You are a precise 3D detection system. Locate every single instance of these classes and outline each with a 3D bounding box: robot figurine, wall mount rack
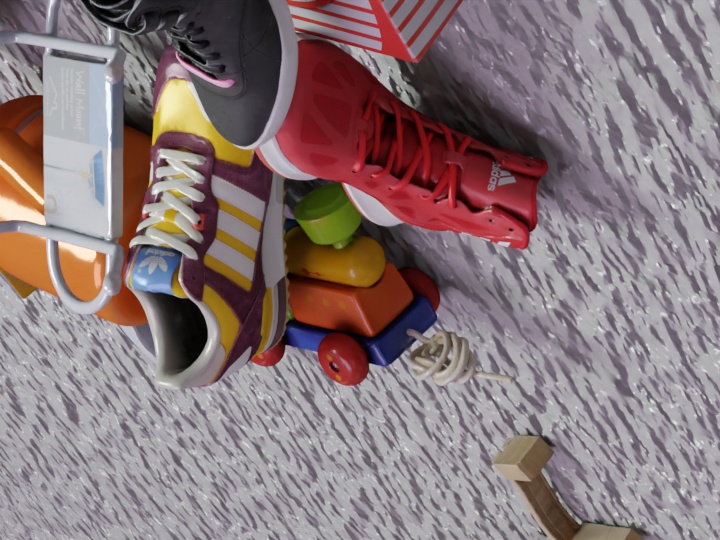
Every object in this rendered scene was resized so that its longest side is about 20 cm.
[{"bbox_3d":[-0.170,-0.040,1.834,0.200,0.144,0.117,24,119,29],"label":"robot figurine"},{"bbox_3d":[-0.163,-0.064,1.673,0.174,0.074,0.200,13,108,47],"label":"wall mount rack"}]

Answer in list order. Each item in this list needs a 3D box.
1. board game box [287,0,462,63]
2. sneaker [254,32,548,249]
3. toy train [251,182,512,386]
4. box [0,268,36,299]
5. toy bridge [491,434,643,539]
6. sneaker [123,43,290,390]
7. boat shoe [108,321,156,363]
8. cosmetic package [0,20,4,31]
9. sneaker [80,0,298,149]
[{"bbox_3d":[-0.063,-0.185,1.454,0.200,0.046,0.152,18,153,38],"label":"board game box"},{"bbox_3d":[0.031,-0.066,1.519,0.115,0.078,0.200,11,174,28],"label":"sneaker"},{"bbox_3d":[0.000,0.000,1.727,0.200,0.085,0.116,11,133,43],"label":"toy train"},{"bbox_3d":[-0.288,-0.076,1.998,0.119,0.041,0.200,39,171,50],"label":"box"},{"bbox_3d":[0.156,0.178,1.920,0.200,0.027,0.067,44,160,-20],"label":"toy bridge"},{"bbox_3d":[-0.092,-0.029,1.681,0.075,0.090,0.200,7,116,36],"label":"sneaker"},{"bbox_3d":[-0.158,-0.005,1.969,0.200,0.074,0.065,50,162,-9],"label":"boat shoe"},{"bbox_3d":[-0.314,-0.141,1.738,0.200,0.102,0.074,17,-164,-48],"label":"cosmetic package"},{"bbox_3d":[-0.087,-0.122,1.376,0.071,0.099,0.200,27,141,31],"label":"sneaker"}]
